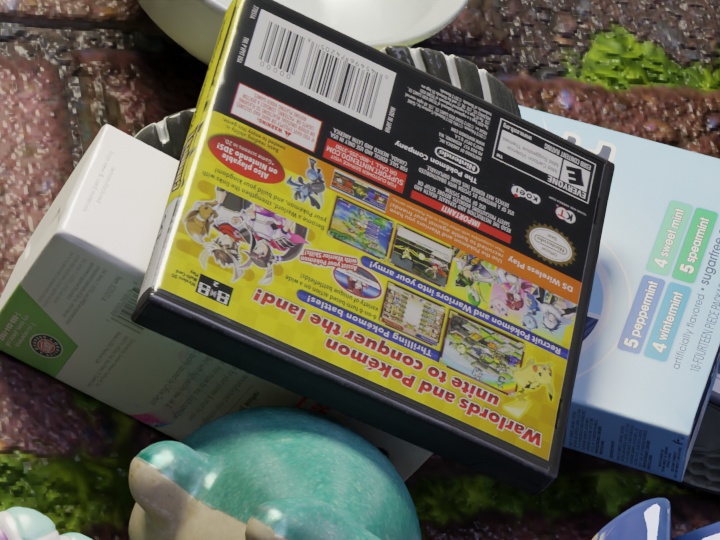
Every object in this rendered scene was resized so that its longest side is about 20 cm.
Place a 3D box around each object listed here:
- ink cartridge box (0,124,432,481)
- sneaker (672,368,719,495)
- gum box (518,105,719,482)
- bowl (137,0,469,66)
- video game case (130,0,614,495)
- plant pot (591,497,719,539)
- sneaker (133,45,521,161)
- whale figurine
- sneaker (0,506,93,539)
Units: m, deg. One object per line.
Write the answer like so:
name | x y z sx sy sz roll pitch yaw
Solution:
ink cartridge box | -0.058 0.029 1.239 0.200 0.117 0.067 28 54 -11
sneaker | 0.216 0.046 1.391 0.202 0.077 0.146 22 51 -9
gum box | 0.086 0.000 1.327 0.200 0.045 0.170 16 53 11
bowl | -0.046 -0.159 1.363 0.201 0.090 0.201 14 48 -16
video game case | 0.011 -0.015 1.211 0.200 0.026 0.181 24 53 -14
plant pot | 0.172 0.217 1.192 0.180 0.200 0.200 7 58 -4
sneaker | -0.022 -0.062 1.307 0.200 0.090 0.078 -8 91 -9
whale figurine | -0.021 0.110 1.149 0.159 0.200 0.104 35 78 -6
sneaker | -0.130 0.191 1.134 0.200 0.078 0.140 29 53 -8
